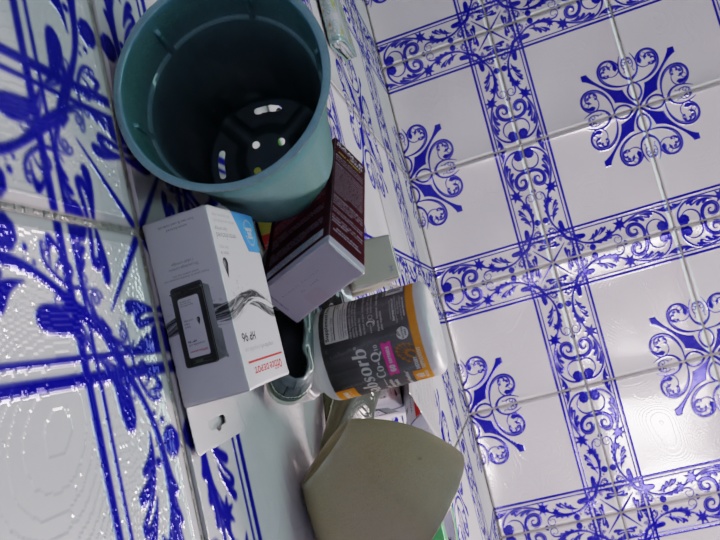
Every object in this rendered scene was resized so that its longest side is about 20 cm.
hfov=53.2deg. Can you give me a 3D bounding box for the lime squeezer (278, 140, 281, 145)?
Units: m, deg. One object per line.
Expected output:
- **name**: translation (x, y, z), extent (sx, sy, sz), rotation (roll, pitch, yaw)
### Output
- **lime squeezer**: translation (-0.096, -0.119, 1.100), extent (0.071, 0.037, 0.204), rotation (-62, 134, -70)

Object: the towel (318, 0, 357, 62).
- **towel**: translation (-0.068, -0.675, 1.960), extent (0.200, 0.047, 0.175), rotation (-2, 74, -79)

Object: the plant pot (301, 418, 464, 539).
- **plant pot**: translation (0.009, 0.254, 0.837), extent (0.133, 0.202, 0.200), rotation (37, 15, -1)

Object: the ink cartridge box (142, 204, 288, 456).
- **ink cartridge box**: translation (-0.124, 0.052, 0.660), extent (0.116, 0.066, 0.205), rotation (1, 74, -78)

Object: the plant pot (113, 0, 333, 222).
- **plant pot**: translation (-0.112, -0.146, 0.716), extent (0.196, 0.195, 0.205), rotation (63, 14, -77)

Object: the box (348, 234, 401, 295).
- **box**: translation (0.000, 0.000, 1.144), extent (0.200, 0.080, 0.070), rotation (144, -69, -76)

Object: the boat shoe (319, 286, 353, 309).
- **boat shoe**: translation (-0.057, 0.019, 1.058), extent (0.070, 0.065, 0.205), rotation (2, -75, 65)

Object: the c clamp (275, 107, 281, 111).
- **c clamp**: translation (-0.100, -0.171, 1.145), extent (0.172, 0.027, 0.203), rotation (-114, -176, -59)

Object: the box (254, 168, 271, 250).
- **box**: translation (-0.100, -0.046, 0.957), extent (0.075, 0.049, 0.205), rotation (-30, 105, -79)

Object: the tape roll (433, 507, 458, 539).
- **tape roll**: translation (0.164, 0.526, 1.523), extent (0.200, 0.047, 0.205), rotation (-16, 91, -80)

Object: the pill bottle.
- **pill bottle**: translation (0.002, 0.094, 0.893), extent (0.116, 0.195, 0.119), rotation (-16, 90, -79)

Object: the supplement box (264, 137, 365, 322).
- **supplement box**: translation (-0.050, -0.051, 0.825), extent (0.061, 0.108, 0.203), rotation (38, 32, -29)

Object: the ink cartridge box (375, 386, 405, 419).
- **ink cartridge box**: translation (0.016, 0.157, 1.175), extent (0.200, 0.082, 0.149), rotation (48, 29, -67)

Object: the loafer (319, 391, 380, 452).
- **loafer**: translation (-0.019, 0.193, 1.003), extent (0.076, 0.068, 0.202), rotation (63, 32, -31)

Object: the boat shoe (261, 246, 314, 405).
- **boat shoe**: translation (-0.081, 0.048, 0.830), extent (0.062, 0.071, 0.205), rotation (119, -30, -59)

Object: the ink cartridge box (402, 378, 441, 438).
- **ink cartridge box**: translation (0.078, 0.171, 1.147), extent (0.201, 0.049, 0.164), rotation (57, 22, -50)
